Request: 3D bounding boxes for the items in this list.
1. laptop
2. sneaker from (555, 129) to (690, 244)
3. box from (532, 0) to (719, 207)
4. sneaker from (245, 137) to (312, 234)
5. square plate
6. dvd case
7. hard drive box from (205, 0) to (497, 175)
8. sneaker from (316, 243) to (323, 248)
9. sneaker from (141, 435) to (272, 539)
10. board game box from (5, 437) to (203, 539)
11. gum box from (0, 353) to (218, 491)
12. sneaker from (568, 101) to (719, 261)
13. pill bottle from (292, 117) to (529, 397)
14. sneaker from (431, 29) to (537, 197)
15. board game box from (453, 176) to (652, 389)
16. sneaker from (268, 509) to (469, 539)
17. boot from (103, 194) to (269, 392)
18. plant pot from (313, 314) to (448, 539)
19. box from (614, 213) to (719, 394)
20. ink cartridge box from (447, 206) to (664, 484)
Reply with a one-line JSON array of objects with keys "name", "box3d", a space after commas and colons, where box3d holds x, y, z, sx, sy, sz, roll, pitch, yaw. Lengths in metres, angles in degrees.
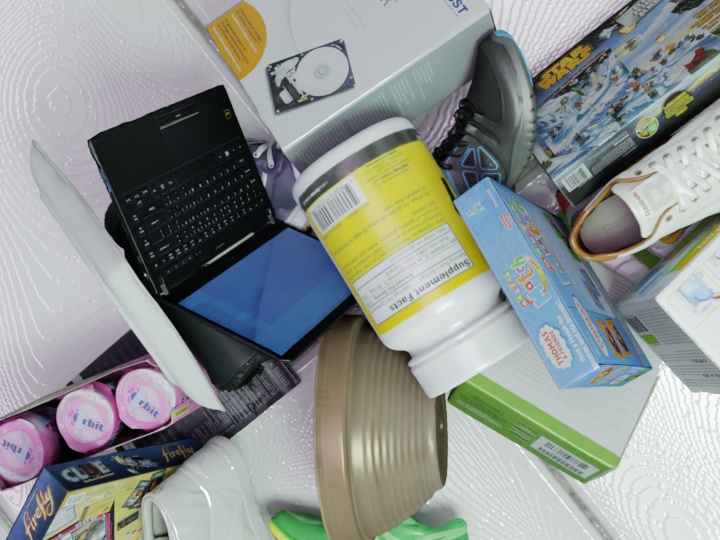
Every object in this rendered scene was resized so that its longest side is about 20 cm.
[{"name": "laptop", "box3d": [-0.088, -0.046, 0.759, 0.103, 0.177, 0.201, -12, 106, 32]}, {"name": "sneaker", "box3d": [0.268, -0.069, 0.795, 0.200, 0.078, 0.082, -25, 80, 33]}, {"name": "box", "box3d": [0.222, -0.157, 0.781, 0.200, 0.137, 0.040, -37, 126, 14]}, {"name": "sneaker", "box3d": [-0.054, -0.118, 0.872, 0.108, 0.070, 0.200, 37, 105, 4]}, {"name": "square plate", "box3d": [-0.198, 0.011, 0.789, 0.028, 0.198, 0.200, -35, 49, -13]}, {"name": "dvd case", "box3d": [-0.179, 0.113, 0.951, 0.200, 0.016, 0.149, -39, 88, 12]}, {"name": "hard drive box", "box3d": [-0.006, -0.194, 0.807, 0.200, 0.077, 0.156, -34, 64, 2]}, {"name": "sneaker", "box3d": [0.000, 0.000, 0.873, 0.200, 0.071, 0.080, -45, 82, 11]}, {"name": "sneaker", "box3d": [-0.143, 0.270, 0.893, 0.073, 0.115, 0.201, 0, 114, 43]}, {"name": "board game box", "box3d": [-0.233, 0.227, 0.865, 0.035, 0.200, 0.136, 35, 103, 24]}, {"name": "gum box", "box3d": [-0.241, 0.131, 0.899, 0.199, 0.113, 0.066, -22, 92, 13]}, {"name": "sneaker", "box3d": [0.244, -0.064, 0.716, 0.200, 0.085, 0.073, -40, 82, 29]}, {"name": "pill bottle", "box3d": [0.042, -0.009, 0.753, 0.114, 0.114, 0.200, -32, 85, 13]}, {"name": "sneaker", "box3d": [0.095, -0.097, 0.787, 0.081, 0.073, 0.201, -3, 119, -7]}, {"name": "board game box", "box3d": [0.152, 0.016, 0.723, 0.037, 0.200, 0.152, -34, 71, 19]}, {"name": "sneaker", "box3d": [0.011, 0.253, 0.911, 0.199, 0.074, 0.084, 7, 71, 14]}, {"name": "boot", "box3d": [-0.139, 0.017, 0.832, 0.076, 0.200, 0.168, -38, 79, -20]}, {"name": "plant pot", "box3d": [0.025, 0.136, 0.819, 0.092, 0.201, 0.202, -3, 96, 10]}, {"name": "box", "box3d": [0.322, -0.005, 0.763, 0.200, 0.113, 0.101, -43, 87, -5]}, {"name": "ink cartridge box", "box3d": [0.192, 0.062, 0.848, 0.147, 0.076, 0.200, 31, 68, 7]}]
